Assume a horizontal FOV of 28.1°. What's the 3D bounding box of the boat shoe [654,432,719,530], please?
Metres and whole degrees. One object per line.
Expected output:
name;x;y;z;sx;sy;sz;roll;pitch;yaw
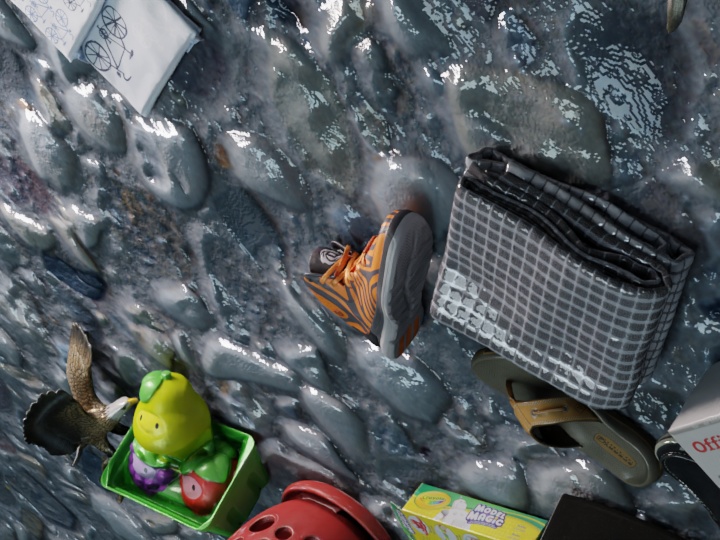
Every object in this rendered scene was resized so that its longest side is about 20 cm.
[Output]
boat shoe;0.332;0.209;1.218;0.200;0.062;0.075;37;150;12

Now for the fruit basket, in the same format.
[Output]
fruit basket;-0.233;0.227;1.812;0.215;0.156;0.216;27;162;10

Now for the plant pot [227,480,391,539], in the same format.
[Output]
plant pot;-0.066;0.366;1.737;0.200;0.183;0.200;29;147;22

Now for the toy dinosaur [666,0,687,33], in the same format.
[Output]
toy dinosaur;0.211;-0.228;0.839;0.102;0.077;0.200;45;156;20

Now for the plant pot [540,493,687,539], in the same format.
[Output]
plant pot;0.264;0.359;1.366;0.177;0.200;0.200;3;131;33

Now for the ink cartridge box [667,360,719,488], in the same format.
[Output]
ink cartridge box;0.358;0.152;1.099;0.200;0.085;0.146;49;148;-6

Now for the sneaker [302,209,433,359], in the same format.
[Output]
sneaker;0.000;0.000;1.324;0.112;0.078;0.200;31;147;18

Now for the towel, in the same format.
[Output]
towel;0.152;0.009;1.157;0.200;0.086;0.166;30;145;21

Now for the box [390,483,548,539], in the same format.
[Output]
box;0.129;0.302;1.573;0.200;0.048;0.117;9;135;39

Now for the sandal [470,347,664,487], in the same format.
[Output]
sandal;0.182;0.138;1.307;0.200;0.055;0.082;39;148;7

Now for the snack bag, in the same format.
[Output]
snack bag;-0.250;-0.246;1.364;0.200;0.021;0.189;45;148;-3

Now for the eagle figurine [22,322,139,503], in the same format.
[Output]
eagle figurine;-0.363;0.186;1.909;0.200;0.151;0.152;48;177;-31
